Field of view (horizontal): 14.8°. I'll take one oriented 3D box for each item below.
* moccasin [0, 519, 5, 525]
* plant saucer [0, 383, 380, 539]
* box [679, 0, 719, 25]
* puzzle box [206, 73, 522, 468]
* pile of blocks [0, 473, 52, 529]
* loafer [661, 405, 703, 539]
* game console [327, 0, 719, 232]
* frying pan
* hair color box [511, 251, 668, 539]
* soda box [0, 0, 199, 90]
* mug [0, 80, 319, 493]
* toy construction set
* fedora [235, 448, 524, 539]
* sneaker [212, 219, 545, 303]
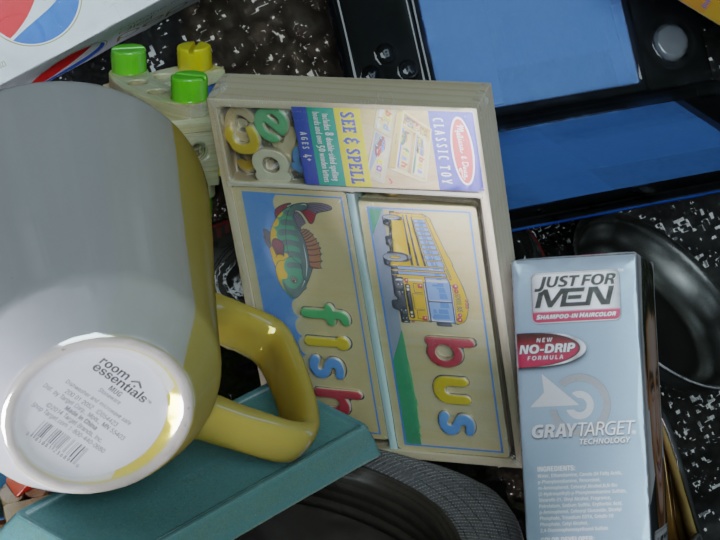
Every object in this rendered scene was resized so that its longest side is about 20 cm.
[{"bbox_3d":[-0.131,0.159,1.333,0.201,0.078,0.074,32,80,-4],"label":"moccasin"},{"bbox_3d":[-0.073,0.095,1.242,0.070,0.200,0.019,25,121,28],"label":"plant saucer"},{"bbox_3d":[0.153,-0.197,1.408,0.200,0.042,0.119,29,41,-3],"label":"box"},{"bbox_3d":[0.008,0.002,1.292,0.133,0.025,0.201,3,123,20],"label":"puzzle box"},{"bbox_3d":[-0.166,0.107,1.286,0.082,0.062,0.200,17,57,10],"label":"pile of blocks"},{"bbox_3d":[0.140,0.146,1.379,0.073,0.072,0.201,-16,86,-11],"label":"loafer"},{"bbox_3d":[0.103,-0.106,1.366,0.199,0.118,0.171,-11,85,-21],"label":"game console"},{"bbox_3d":[0.176,0.023,1.414,0.190,0.031,0.115,11,43,-42],"label":"frying pan"},{"bbox_3d":[0.110,0.094,1.286,0.060,0.099,0.201,-4,87,10],"label":"hair color box"},{"bbox_3d":[-0.136,-0.146,1.377,0.200,0.064,0.068,-29,88,-10],"label":"soda box"},{"bbox_3d":[-0.109,0.016,1.217,0.186,0.153,0.150,-6,125,-12],"label":"mug"},{"bbox_3d":[-0.150,-0.054,1.336,0.199,0.131,0.092,-20,114,-8],"label":"toy construction set"},{"bbox_3d":[-0.030,0.152,1.268,0.199,0.177,0.091,6,118,-9],"label":"fedora"},{"bbox_3d":[0.000,0.000,1.363,0.200,0.098,0.071,-1,85,-7],"label":"sneaker"}]
